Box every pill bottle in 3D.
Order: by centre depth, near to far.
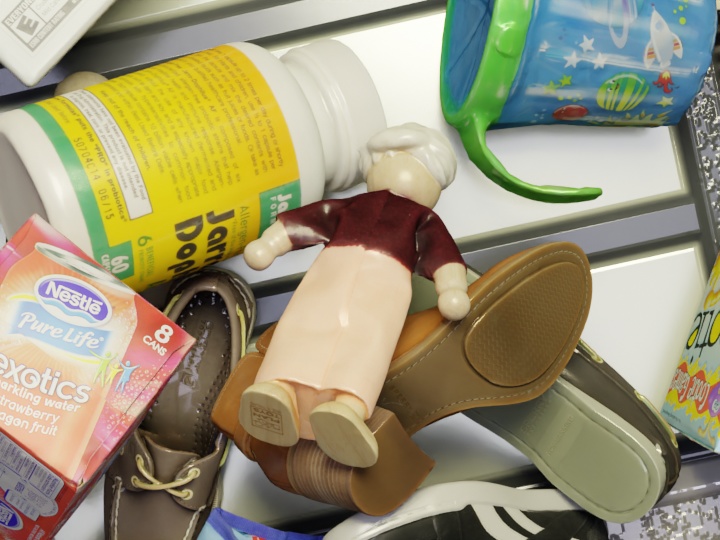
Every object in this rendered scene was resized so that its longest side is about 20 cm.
[{"bbox_3d":[-0.090,-0.059,0.841,0.199,0.113,0.113,-21,92,-25],"label":"pill bottle"}]

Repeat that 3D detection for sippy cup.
[{"bbox_3d":[0.122,-0.136,0.855,0.130,0.140,0.179,9,118,-9],"label":"sippy cup"}]

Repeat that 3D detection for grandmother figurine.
[{"bbox_3d":[0.000,0.000,0.789,0.121,0.061,0.200,19,54,8],"label":"grandmother figurine"}]

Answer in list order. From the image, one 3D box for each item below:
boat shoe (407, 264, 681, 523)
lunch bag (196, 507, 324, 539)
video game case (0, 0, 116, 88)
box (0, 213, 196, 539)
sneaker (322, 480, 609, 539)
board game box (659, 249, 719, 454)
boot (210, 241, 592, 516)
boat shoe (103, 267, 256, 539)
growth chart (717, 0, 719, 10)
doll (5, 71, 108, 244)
[{"bbox_3d":[0.098,0.061,0.889,0.201,0.060,0.072,44,118,16],"label":"boat shoe"},{"bbox_3d":[-0.034,0.241,0.778,0.094,0.200,0.151,21,102,-37],"label":"lunch bag"},{"bbox_3d":[-0.175,-0.232,0.827,0.182,0.023,0.200,44,86,-11],"label":"video game case"},{"bbox_3d":[-0.166,0.069,0.778,0.100,0.200,0.096,38,62,-1],"label":"box"},{"bbox_3d":[0.076,0.176,0.825,0.073,0.199,0.112,-42,57,39],"label":"sneaker"},{"bbox_3d":[0.259,0.013,0.857,0.104,0.103,0.201,19,93,-7],"label":"board game box"},{"bbox_3d":[0.017,0.041,0.843,0.200,0.154,0.074,-38,117,-22],"label":"boot"},{"bbox_3d":[-0.108,0.097,0.897,0.071,0.060,0.201,17,92,0],"label":"boat shoe"},{"bbox_3d":[0.246,-0.211,0.898,0.144,0.018,0.201,-31,91,3],"label":"growth chart"},{"bbox_3d":[-0.175,-0.017,0.901,0.136,0.048,0.201,10,93,0],"label":"doll"}]
